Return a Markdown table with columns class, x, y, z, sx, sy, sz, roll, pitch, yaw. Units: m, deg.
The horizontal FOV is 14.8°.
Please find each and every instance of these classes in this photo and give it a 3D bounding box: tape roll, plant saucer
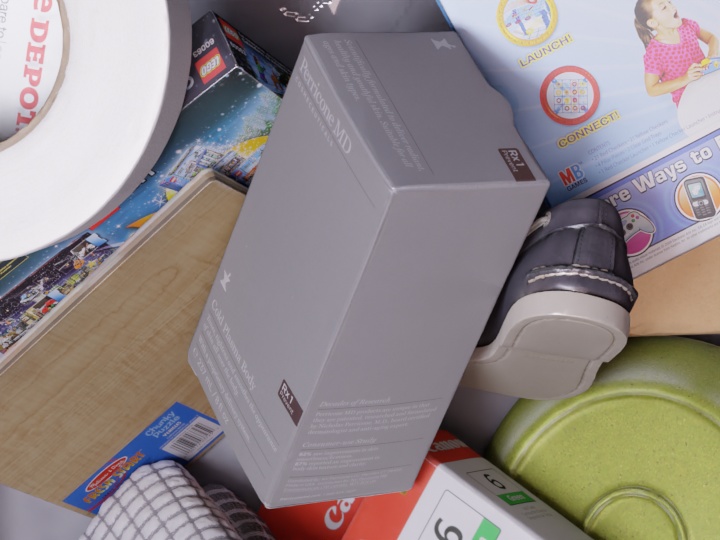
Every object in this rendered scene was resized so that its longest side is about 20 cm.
| class | x | y | z | sx | sy | sz | roll | pitch | yaw |
| --- | --- | --- | --- | --- | --- | --- | --- | --- | --- |
| tape roll | -0.173 | -0.102 | 1.216 | 0.202 | 0.037 | 0.204 | 2 | 98 | 13 |
| plant saucer | 0.134 | 0.131 | 1.315 | 0.199 | 0.031 | 0.201 | -2 | 86 | 27 |

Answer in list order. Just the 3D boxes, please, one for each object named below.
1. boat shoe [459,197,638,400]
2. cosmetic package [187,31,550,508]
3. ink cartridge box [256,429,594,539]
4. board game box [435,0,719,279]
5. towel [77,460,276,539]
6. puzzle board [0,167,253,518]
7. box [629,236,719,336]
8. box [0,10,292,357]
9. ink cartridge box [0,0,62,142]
| class | x | y | z | sx | sy | sz | roll | pitch | yaw |
| --- | --- | --- | --- | --- | --- | --- | --- | --- | --- |
| boat shoe | 0.080 | 0.016 | 1.272 | 0.072 | 0.200 | 0.063 | 11 | 75 | -11 |
| cosmetic package | 0.000 | 0.000 | 1.240 | 0.090 | 0.107 | 0.201 | -6 | 134 | -27 |
| ink cartridge box | 0.030 | 0.140 | 1.323 | 0.200 | 0.050 | 0.109 | 35 | 108 | 25 |
| board game box | 0.149 | -0.121 | 1.251 | 0.199 | 0.056 | 0.196 | -27 | 99 | 13 |
| towel | -0.099 | 0.211 | 1.330 | 0.085 | 0.166 | 0.200 | 28 | 98 | -31 |
| puzzle board | -0.097 | 0.040 | 1.325 | 0.200 | 0.017 | 0.151 | -41 | 143 | 17 |
| box | 0.209 | -0.050 | 1.303 | 0.199 | 0.021 | 0.164 | -2 | 106 | 7 |
| box | -0.101 | -0.022 | 1.297 | 0.200 | 0.038 | 0.136 | -37 | 143 | 15 |
| ink cartridge box | -0.214 | -0.143 | 1.292 | 0.199 | 0.083 | 0.147 | 11 | 109 | 2 |
